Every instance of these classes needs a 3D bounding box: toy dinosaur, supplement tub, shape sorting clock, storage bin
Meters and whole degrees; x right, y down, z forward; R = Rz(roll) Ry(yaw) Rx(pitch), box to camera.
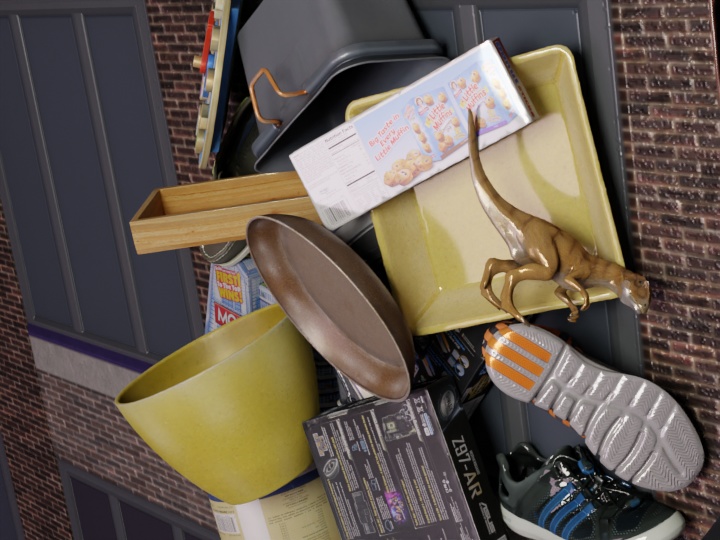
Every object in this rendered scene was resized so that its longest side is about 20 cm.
[{"bbox_3d":[0.131,-0.020,1.117,0.199,0.107,0.060,37,179,2],"label":"toy dinosaur"},{"bbox_3d":[-0.074,0.285,1.530,0.144,0.144,0.202,-6,102,53],"label":"supplement tub"},{"bbox_3d":[-0.143,-0.199,1.400,0.200,0.039,0.202,-171,90,-85],"label":"shape sorting clock"},{"bbox_3d":[-0.037,-0.191,1.275,0.200,0.144,0.135,-42,63,52],"label":"storage bin"}]

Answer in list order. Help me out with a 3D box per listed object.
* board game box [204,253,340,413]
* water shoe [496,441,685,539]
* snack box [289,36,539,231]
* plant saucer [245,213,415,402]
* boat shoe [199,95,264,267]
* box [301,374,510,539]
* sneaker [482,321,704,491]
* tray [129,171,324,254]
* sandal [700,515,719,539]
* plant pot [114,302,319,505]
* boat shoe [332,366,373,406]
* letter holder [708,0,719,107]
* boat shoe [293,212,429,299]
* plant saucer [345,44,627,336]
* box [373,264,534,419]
[{"bbox_3d":[-0.096,0.055,1.519,0.199,0.061,0.202,24,125,44],"label":"board game box"},{"bbox_3d":[0.182,0.190,1.215,0.199,0.071,0.080,-2,107,53],"label":"water shoe"},{"bbox_3d":[0.039,-0.105,1.144,0.199,0.024,0.072,-27,91,27],"label":"snack box"},{"bbox_3d":[-0.020,0.026,1.224,0.200,0.032,0.201,41,158,21],"label":"plant saucer"},{"bbox_3d":[-0.119,-0.091,1.434,0.072,0.060,0.203,40,116,27],"label":"boat shoe"},{"bbox_3d":[0.045,0.210,1.309,0.159,0.043,0.202,-21,89,40],"label":"box"},{"bbox_3d":[0.188,0.097,1.170,0.199,0.112,0.078,36,98,-1],"label":"sneaker"},{"bbox_3d":[-0.107,-0.059,1.354,0.198,0.099,0.037,-8,111,10],"label":"tray"},{"bbox_3d":[0.277,0.251,1.148,0.076,0.043,0.201,44,137,31],"label":"sandal"},{"bbox_3d":[-0.116,0.139,1.395,0.199,0.199,0.143,-16,105,54],"label":"plant pot"},{"bbox_3d":[-0.004,0.149,1.396,0.092,0.075,0.201,-32,84,13],"label":"boat shoe"},{"bbox_3d":[0.273,-0.101,0.901,0.100,0.141,0.202,4,110,51],"label":"letter holder"},{"bbox_3d":[0.000,0.000,1.293,0.200,0.070,0.067,-40,72,45],"label":"boat shoe"},{"bbox_3d":[0.105,-0.064,1.166,0.198,0.048,0.202,-12,98,25],"label":"plant saucer"},{"bbox_3d":[0.058,0.018,1.314,0.200,0.049,0.199,52,139,23],"label":"box"}]
